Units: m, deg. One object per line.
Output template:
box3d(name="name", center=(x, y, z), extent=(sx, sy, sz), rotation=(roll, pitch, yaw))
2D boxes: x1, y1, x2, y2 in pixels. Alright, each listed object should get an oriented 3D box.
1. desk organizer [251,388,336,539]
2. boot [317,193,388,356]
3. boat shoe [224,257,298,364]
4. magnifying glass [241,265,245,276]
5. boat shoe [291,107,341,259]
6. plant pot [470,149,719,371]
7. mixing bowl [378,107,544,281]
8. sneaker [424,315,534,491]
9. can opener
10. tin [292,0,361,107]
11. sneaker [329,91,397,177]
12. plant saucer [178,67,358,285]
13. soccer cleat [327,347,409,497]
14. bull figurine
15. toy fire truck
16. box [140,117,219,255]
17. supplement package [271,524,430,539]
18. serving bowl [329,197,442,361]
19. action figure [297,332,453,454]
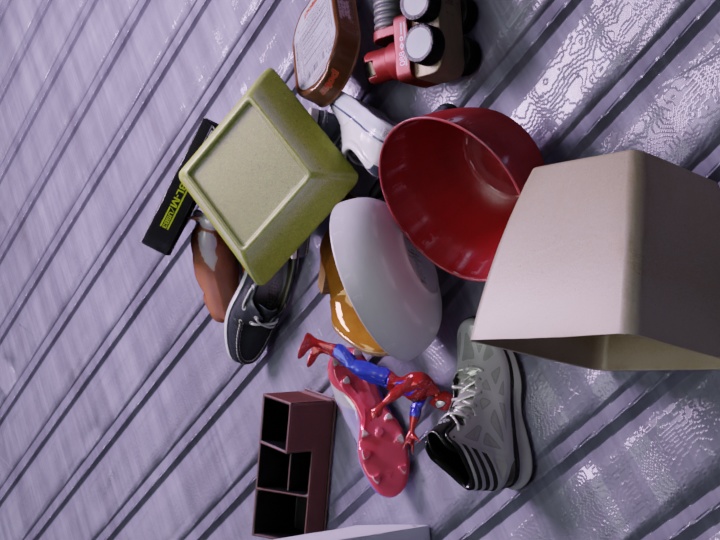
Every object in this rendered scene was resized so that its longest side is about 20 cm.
box3d(name="desk organizer", center=(-0.090, 0.266, 1.678), extent=(0.071, 0.076, 0.202), rotation=(11, 98, 50))
box3d(name="boot", center=(0.000, 0.000, 1.567), extent=(0.201, 0.070, 0.145), rotation=(52, 138, 48))
box3d(name="boat shoe", center=(-0.138, 0.044, 1.742), extent=(0.060, 0.075, 0.202), rotation=(33, 115, 52))
box3d(name="magnifying glass", center=(-0.168, -0.037, 1.769), extent=(0.080, 0.022, 0.202), rotation=(-129, 25, -73))
box3d(name="boat shoe", center=(-0.056, -0.111, 1.649), extent=(0.073, 0.061, 0.202), rotation=(-140, 59, -76))
box3d(name="plant pot", center=(0.248, -0.007, 1.192), extent=(0.199, 0.198, 0.179), rotation=(-5, 75, 50))
box3d(name="mixing bowl", center=(0.128, -0.102, 1.364), extent=(0.199, 0.108, 0.201), rotation=(28, 140, 27))
box3d(name="sneaker", center=(0.123, 0.147, 1.389), extent=(0.075, 0.114, 0.203), rotation=(-29, 67, 46))
box3d(name="can opener", center=(0.064, -0.133, 1.510), extent=(0.200, 0.078, 0.064), rotation=(-43, 66, 52))
box3d(name="tin", center=(-0.045, -0.295, 1.606), extent=(0.112, 0.042, 0.201), rotation=(-47, 32, 31))
box3d(name="sneaker", center=(-0.003, -0.171, 1.546), extent=(0.071, 0.073, 0.200), rotation=(-61, 23, 11))
box3d(name="plant saucer", center=(-0.131, -0.118, 1.560), extent=(0.200, 0.048, 0.200), rotation=(-46, 69, 21))
box3d(name="soccer cleat", center=(0.010, 0.193, 1.581), extent=(0.077, 0.066, 0.202), rotation=(102, 147, -69))
box3d(name="bull figurine", center=(-0.207, -0.023, 1.781), extent=(0.122, 0.064, 0.202), rotation=(-102, 7, -66))
box3d(name="toy fire truck", center=(0.044, -0.300, 1.507), extent=(0.199, 0.128, 0.178), rotation=(-10, 82, 40))
box3d(name="box", center=(-0.249, -0.115, 1.782), extent=(0.200, 0.047, 0.195), rotation=(179, 115, -83))
box3d(name="supplement package", center=(-0.022, 0.419, 1.503), extent=(0.146, 0.190, 0.202), rotation=(-14, 78, 49))
box3d(name="serving bowl", center=(0.043, 0.001, 1.449), extent=(0.065, 0.200, 0.202), rotation=(-24, 69, 21))
box3d(name="action figure", center=(0.014, 0.152, 1.512), extent=(0.198, 0.065, 0.100), rotation=(15, 78, 19))
